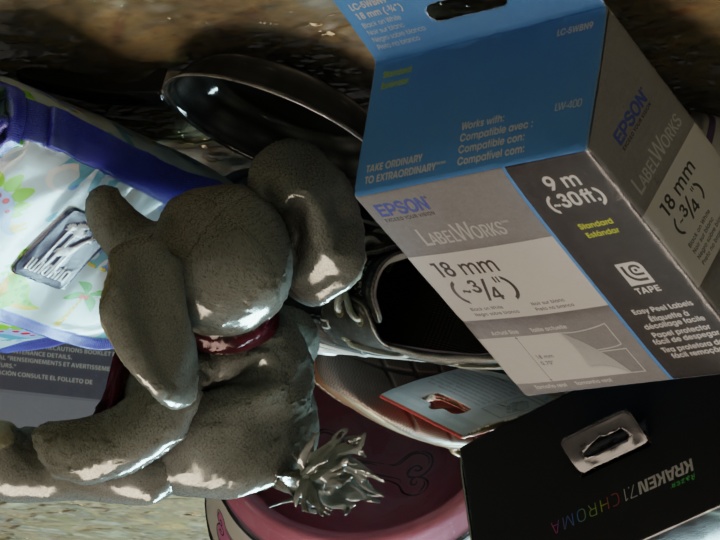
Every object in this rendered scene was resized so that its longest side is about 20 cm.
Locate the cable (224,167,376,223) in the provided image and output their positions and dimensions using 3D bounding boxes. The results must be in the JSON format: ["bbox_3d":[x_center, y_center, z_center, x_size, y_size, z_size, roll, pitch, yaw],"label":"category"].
[{"bbox_3d":[0.000,0.000,1.556,0.200,0.051,0.163,27,154,-36],"label":"cable"}]

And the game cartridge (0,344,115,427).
[{"bbox_3d":[-0.180,0.024,1.611,0.199,0.134,0.042,6,179,3],"label":"game cartridge"}]

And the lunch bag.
[{"bbox_3d":[-0.178,-0.034,1.460,0.200,0.128,0.170,-14,157,39],"label":"lunch bag"}]

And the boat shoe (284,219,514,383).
[{"bbox_3d":[0.016,0.008,1.439,0.199,0.072,0.071,10,169,16],"label":"boat shoe"}]

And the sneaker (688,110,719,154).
[{"bbox_3d":[0.088,-0.038,1.356,0.114,0.073,0.200,21,160,-17],"label":"sneaker"}]

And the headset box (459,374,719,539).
[{"bbox_3d":[0.167,0.116,1.376,0.174,0.093,0.200,-29,142,30],"label":"headset box"}]

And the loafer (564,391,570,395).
[{"bbox_3d":[0.185,0.015,1.374,0.200,0.063,0.072,-20,152,24],"label":"loafer"}]

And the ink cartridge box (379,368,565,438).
[{"bbox_3d":[0.123,0.069,1.490,0.199,0.051,0.109,-15,-166,-19],"label":"ink cartridge box"}]

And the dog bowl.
[{"bbox_3d":[0.006,0.103,1.662,0.199,0.201,0.074,7,144,14],"label":"dog bowl"}]

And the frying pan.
[{"bbox_3d":[-0.064,-0.074,1.407,0.190,0.031,0.115,8,160,44],"label":"frying pan"}]

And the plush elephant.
[{"bbox_3d":[-0.079,0.024,1.365,0.200,0.155,0.165,10,-155,41],"label":"plush elephant"}]

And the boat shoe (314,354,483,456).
[{"bbox_3d":[0.056,0.069,1.570,0.199,0.076,0.072,16,157,-27],"label":"boat shoe"}]

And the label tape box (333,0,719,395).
[{"bbox_3d":[0.075,-0.039,1.253,0.144,0.063,0.200,-10,129,48],"label":"label tape box"}]
